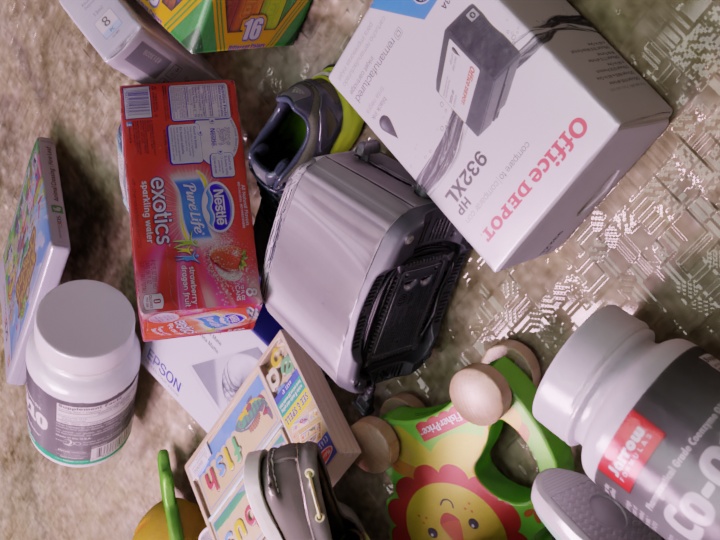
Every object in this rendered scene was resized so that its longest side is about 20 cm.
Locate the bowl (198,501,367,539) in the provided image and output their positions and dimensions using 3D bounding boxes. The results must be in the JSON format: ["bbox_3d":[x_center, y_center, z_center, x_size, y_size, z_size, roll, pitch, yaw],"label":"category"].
[{"bbox_3d":[-0.046,0.308,0.980,0.199,0.074,0.201,-24,85,42],"label":"bowl"}]

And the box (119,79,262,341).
[{"bbox_3d":[-0.145,-0.050,0.886,0.096,0.099,0.202,120,142,-70],"label":"box"}]

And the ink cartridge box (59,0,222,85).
[{"bbox_3d":[-0.219,-0.236,0.925,0.047,0.160,0.200,-44,71,8],"label":"ink cartridge box"}]

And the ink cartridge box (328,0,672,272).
[{"bbox_3d":[0.091,-0.123,0.735,0.200,0.083,0.145,51,129,18],"label":"ink cartridge box"}]

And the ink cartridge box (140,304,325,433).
[{"bbox_3d":[-0.119,0.070,1.001,0.199,0.040,0.201,40,124,26],"label":"ink cartridge box"}]

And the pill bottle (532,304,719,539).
[{"bbox_3d":[0.215,0.117,0.672,0.200,0.114,0.114,37,123,27],"label":"pill bottle"}]

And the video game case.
[{"bbox_3d":[-0.357,-0.011,1.136,0.201,0.022,0.183,-61,35,33],"label":"video game case"}]

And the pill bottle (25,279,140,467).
[{"bbox_3d":[-0.284,0.107,1.075,0.113,0.113,0.201,46,143,22],"label":"pill bottle"}]

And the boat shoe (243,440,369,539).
[{"bbox_3d":[-0.026,0.221,0.833,0.060,0.072,0.203,-19,115,12],"label":"boat shoe"}]

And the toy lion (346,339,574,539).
[{"bbox_3d":[0.091,0.178,0.840,0.200,0.069,0.192,-33,86,41],"label":"toy lion"}]

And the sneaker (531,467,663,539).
[{"bbox_3d":[0.180,0.241,0.752,0.200,0.074,0.118,42,127,12],"label":"sneaker"}]

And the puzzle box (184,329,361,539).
[{"bbox_3d":[-0.083,0.167,0.920,0.200,0.025,0.133,-54,49,30],"label":"puzzle box"}]

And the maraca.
[{"bbox_3d":[-0.189,0.286,1.078,0.137,0.106,0.201,134,127,-69],"label":"maraca"}]

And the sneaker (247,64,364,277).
[{"bbox_3d":[-0.065,-0.078,0.886,0.074,0.081,0.201,36,123,29],"label":"sneaker"}]

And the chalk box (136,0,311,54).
[{"bbox_3d":[-0.094,-0.291,0.824,0.124,0.124,0.201,45,128,23],"label":"chalk box"}]

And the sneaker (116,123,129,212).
[{"bbox_3d":[-0.185,-0.068,0.996,0.086,0.077,0.201,-34,63,45],"label":"sneaker"}]

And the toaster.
[{"bbox_3d":[0.000,0.000,0.831,0.129,0.113,0.201,39,126,33],"label":"toaster"}]
